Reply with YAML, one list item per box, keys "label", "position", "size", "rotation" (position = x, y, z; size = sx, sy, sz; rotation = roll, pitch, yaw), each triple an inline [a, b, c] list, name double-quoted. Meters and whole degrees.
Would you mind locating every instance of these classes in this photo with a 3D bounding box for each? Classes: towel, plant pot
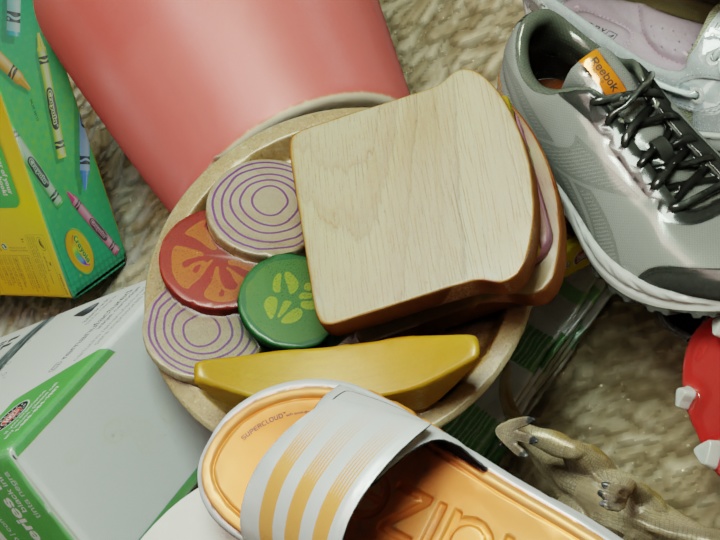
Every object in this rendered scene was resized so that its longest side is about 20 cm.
- label: "towel"
  position: [0.045, 0.031, 0.880]
  size: [0.152, 0.023, 0.200]
  rotation: [30, 84, 41]
- label: "plant pot"
  position: [-0.064, -0.116, 0.935]
  size: [0.200, 0.200, 0.178]
  rotation: [-36, 61, 12]

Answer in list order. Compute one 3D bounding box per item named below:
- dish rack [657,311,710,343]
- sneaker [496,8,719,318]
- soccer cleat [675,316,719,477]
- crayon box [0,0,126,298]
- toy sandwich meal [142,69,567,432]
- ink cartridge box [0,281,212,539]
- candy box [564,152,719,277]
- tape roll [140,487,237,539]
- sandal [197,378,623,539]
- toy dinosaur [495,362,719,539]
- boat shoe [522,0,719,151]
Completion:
- label: "dish rack"
  position: [0.252, 0.009, 0.734]
  size: [0.200, 0.055, 0.154]
  rotation: [32, 86, 40]
- label: "sneaker"
  position: [0.123, -0.049, 0.749]
  size: [0.074, 0.080, 0.200]
  rotation: [-24, 46, -23]
- label: "soccer cleat"
  position: [0.206, 0.080, 0.674]
  size: [0.200, 0.085, 0.069]
  rotation: [43, 116, 54]
- label: "crayon box"
  position: [-0.232, -0.083, 1.018]
  size: [0.118, 0.201, 0.058]
  rotation: [1, 27, 34]
- label: "toy sandwich meal"
  position: [-0.007, -0.008, 0.741]
  size: [0.204, 0.070, 0.206]
  rotation: [-5, 60, 9]
- label: "ink cartridge box"
  position: [-0.164, 0.092, 0.838]
  size: [0.199, 0.083, 0.147]
  rotation: [-20, 23, 44]
- label: "candy box"
  position: [0.082, -0.040, 0.825]
  size: [0.199, 0.026, 0.102]
  rotation: [-26, 52, -20]
- label: "tape roll"
  position: [-0.004, 0.193, 0.728]
  size: [0.202, 0.139, 0.204]
  rotation: [-8, 71, 24]
- label: "sandal"
  position: [0.020, 0.093, 0.631]
  size: [0.206, 0.059, 0.080]
  rotation: [20, 82, 27]
- label: "toy dinosaur"
  position: [0.101, 0.098, 0.740]
  size: [0.200, 0.101, 0.059]
  rotation: [27, 101, 45]
- label: "boat shoe"
  position: [0.155, -0.112, 0.791]
  size: [0.074, 0.065, 0.202]
  rotation: [-46, 41, -16]
